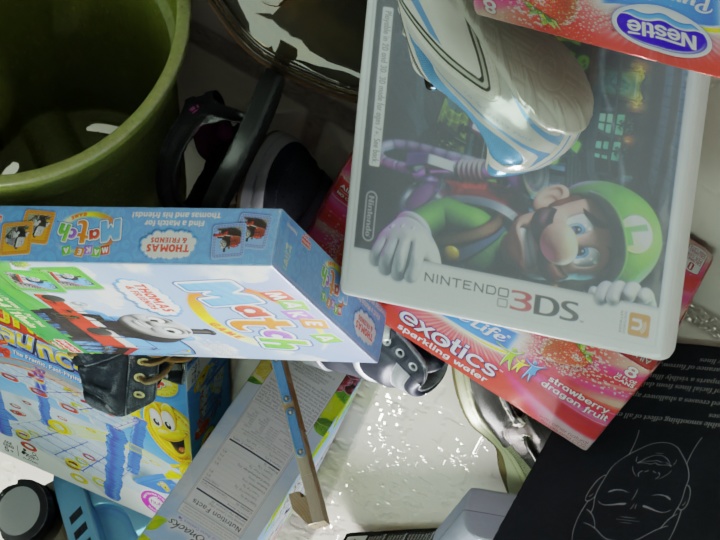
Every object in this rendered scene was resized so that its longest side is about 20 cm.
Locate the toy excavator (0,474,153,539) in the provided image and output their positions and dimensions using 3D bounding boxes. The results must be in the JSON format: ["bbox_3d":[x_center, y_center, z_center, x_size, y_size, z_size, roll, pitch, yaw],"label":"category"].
[{"bbox_3d":[-0.138,0.204,1.837,0.200,0.195,0.100,-29,151,15],"label":"toy excavator"}]

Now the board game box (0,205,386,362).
[{"bbox_3d":[-0.106,0.008,1.397,0.199,0.037,0.151,0,159,23],"label":"board game box"}]

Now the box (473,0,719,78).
[{"bbox_3d":[0.157,-0.158,1.177,0.199,0.103,0.095,16,143,20],"label":"box"}]

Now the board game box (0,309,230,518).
[{"bbox_3d":[-0.186,0.070,1.762,0.199,0.056,0.196,21,144,16],"label":"board game box"}]

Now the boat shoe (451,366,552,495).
[{"bbox_3d":[0.109,0.083,1.539,0.066,0.072,0.201,5,142,27],"label":"boat shoe"}]

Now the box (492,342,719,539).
[{"bbox_3d":[0.175,0.147,1.444,0.148,0.200,0.107,5,137,34],"label":"box"}]

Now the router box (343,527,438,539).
[{"bbox_3d":[0.086,0.260,1.780,0.149,0.051,0.200,-7,129,41],"label":"router box"}]

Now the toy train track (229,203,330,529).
[{"bbox_3d":[-0.059,0.059,1.556,0.032,0.201,0.115,-17,166,5],"label":"toy train track"}]

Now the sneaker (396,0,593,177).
[{"bbox_3d":[0.039,-0.135,1.267,0.072,0.072,0.200,-39,75,39],"label":"sneaker"}]

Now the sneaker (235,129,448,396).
[{"bbox_3d":[0.000,0.000,1.516,0.108,0.070,0.200,19,150,27],"label":"sneaker"}]

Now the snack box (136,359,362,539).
[{"bbox_3d":[-0.083,0.151,1.653,0.068,0.200,0.169,30,145,3],"label":"snack box"}]

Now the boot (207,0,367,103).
[{"bbox_3d":[-0.037,-0.165,1.344,0.200,0.075,0.097,35,148,1],"label":"boot"}]

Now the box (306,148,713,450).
[{"bbox_3d":[0.077,-0.006,1.427,0.200,0.096,0.100,33,145,1],"label":"box"}]

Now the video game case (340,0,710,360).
[{"bbox_3d":[0.082,-0.069,1.309,0.181,0.023,0.201,11,105,22],"label":"video game case"}]

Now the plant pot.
[{"bbox_3d":[-0.176,-0.085,1.473,0.200,0.201,0.184,19,155,19],"label":"plant pot"}]

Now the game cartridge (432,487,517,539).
[{"bbox_3d":[0.147,0.188,1.601,0.199,0.041,0.133,16,153,-5],"label":"game cartridge"}]

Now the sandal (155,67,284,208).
[{"bbox_3d":[-0.088,-0.055,1.412,0.048,0.075,0.200,27,154,-6],"label":"sandal"}]

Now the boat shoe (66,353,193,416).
[{"bbox_3d":[-0.122,0.036,1.576,0.200,0.071,0.091,-5,112,58],"label":"boat shoe"}]
